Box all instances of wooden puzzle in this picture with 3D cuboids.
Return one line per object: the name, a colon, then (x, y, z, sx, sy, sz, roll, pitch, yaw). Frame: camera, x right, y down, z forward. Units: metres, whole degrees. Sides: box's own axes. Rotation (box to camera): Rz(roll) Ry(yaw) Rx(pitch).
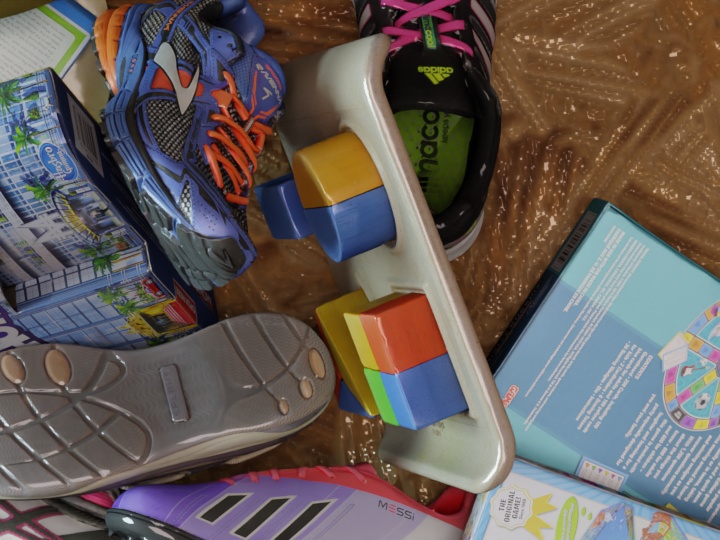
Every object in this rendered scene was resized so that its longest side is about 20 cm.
wooden puzzle: (0.000, 0.000, 1.139, 0.046, 0.185, 0.200, -18, 95, -13)

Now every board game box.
board game box: (-0.190, 0.006, 1.144, 0.200, 0.200, 0.062, -18, 63, 10)
board game box: (0.093, 0.199, 1.182, 0.134, 0.034, 0.200, 20, 90, -2)
board game box: (0.156, 0.082, 1.227, 0.200, 0.047, 0.151, 34, 92, -6)

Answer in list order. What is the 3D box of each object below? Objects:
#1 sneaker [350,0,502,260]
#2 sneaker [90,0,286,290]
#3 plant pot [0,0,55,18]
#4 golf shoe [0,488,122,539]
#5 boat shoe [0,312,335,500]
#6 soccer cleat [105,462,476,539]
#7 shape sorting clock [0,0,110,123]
sneaker: (0.032, -0.099, 1.182, 0.074, 0.087, 0.200, -2, 95, -3)
sneaker: (-0.070, -0.070, 1.126, 0.078, 0.200, 0.075, -24, 131, 7)
plant pot: (-0.170, -0.210, 1.100, 0.200, 0.194, 0.196, 0, 80, -28)
golf shoe: (-0.183, 0.127, 1.179, 0.200, 0.088, 0.077, 14, 135, -3)
boat shoe: (-0.110, 0.075, 1.165, 0.200, 0.073, 0.075, -8, 64, -7)
soccer cleat: (-0.029, 0.118, 1.185, 0.200, 0.068, 0.073, 18, 83, -32)
shape sorting clock: (-0.217, -0.102, 1.190, 0.200, 0.039, 0.200, 0, 88, -13)
